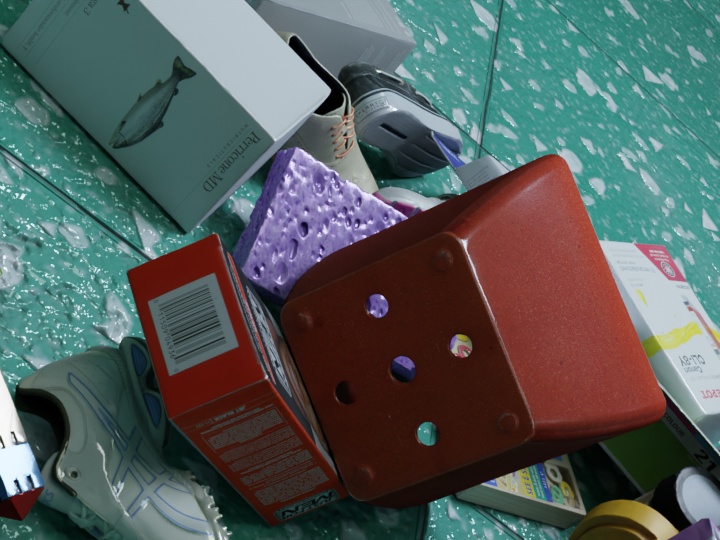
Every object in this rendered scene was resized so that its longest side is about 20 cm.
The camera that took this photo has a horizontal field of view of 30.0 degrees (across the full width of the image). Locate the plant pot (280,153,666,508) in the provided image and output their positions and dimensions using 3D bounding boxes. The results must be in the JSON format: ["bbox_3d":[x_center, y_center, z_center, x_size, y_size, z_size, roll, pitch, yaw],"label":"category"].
[{"bbox_3d":[0.059,0.052,0.893,0.176,0.199,0.201,-13,80,-64],"label":"plant pot"}]

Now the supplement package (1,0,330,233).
[{"bbox_3d":[-0.143,-0.152,1.007,0.200,0.117,0.117,45,31,-4],"label":"supplement package"}]

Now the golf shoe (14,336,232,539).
[{"bbox_3d":[-0.137,0.136,0.766,0.097,0.078,0.201,-9,58,-32],"label":"golf shoe"}]

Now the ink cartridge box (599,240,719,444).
[{"bbox_3d":[0.290,0.076,1.323,0.145,0.083,0.201,3,53,-50],"label":"ink cartridge box"}]

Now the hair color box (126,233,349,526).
[{"bbox_3d":[-0.069,0.073,0.811,0.200,0.061,0.102,66,2,-61],"label":"hair color box"}]

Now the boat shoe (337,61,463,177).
[{"bbox_3d":[0.039,-0.141,1.215,0.071,0.072,0.200,69,14,18],"label":"boat shoe"}]

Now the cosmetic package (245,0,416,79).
[{"bbox_3d":[-0.059,-0.207,1.179,0.199,0.107,0.090,11,42,-47],"label":"cosmetic package"}]

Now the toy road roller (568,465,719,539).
[{"bbox_3d":[0.240,0.265,1.030,0.200,0.123,0.146,51,48,3],"label":"toy road roller"}]

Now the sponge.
[{"bbox_3d":[0.000,0.000,1.050,0.200,0.030,0.112,31,69,-27],"label":"sponge"}]

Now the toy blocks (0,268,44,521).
[{"bbox_3d":[-0.247,0.079,0.665,0.200,0.100,0.137,-10,75,-55],"label":"toy blocks"}]

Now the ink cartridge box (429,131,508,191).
[{"bbox_3d":[0.159,-0.033,1.216,0.201,0.043,0.196,60,14,24],"label":"ink cartridge box"}]

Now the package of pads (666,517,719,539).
[{"bbox_3d":[0.194,0.260,0.894,0.120,0.200,0.076,42,27,-17],"label":"package of pads"}]

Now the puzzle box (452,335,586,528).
[{"bbox_3d":[0.111,0.111,1.121,0.133,0.025,0.201,21,41,-37],"label":"puzzle box"}]

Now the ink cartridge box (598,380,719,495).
[{"bbox_3d":[0.241,0.138,1.126,0.148,0.076,0.200,50,5,3],"label":"ink cartridge box"}]

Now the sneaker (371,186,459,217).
[{"bbox_3d":[0.068,-0.026,1.174,0.200,0.081,0.089,31,32,-42],"label":"sneaker"}]

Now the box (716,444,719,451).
[{"bbox_3d":[0.340,0.203,1.196,0.038,0.137,0.200,47,32,-2],"label":"box"}]

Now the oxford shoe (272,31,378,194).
[{"bbox_3d":[-0.033,-0.110,1.098,0.200,0.074,0.071,51,53,-31],"label":"oxford shoe"}]
